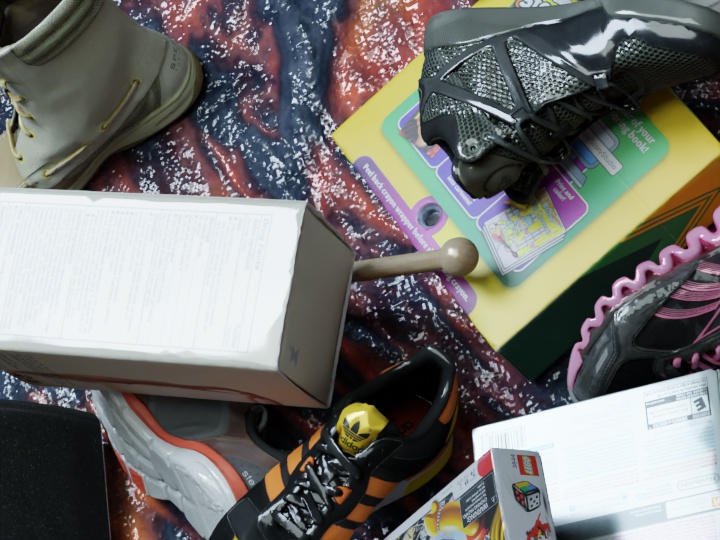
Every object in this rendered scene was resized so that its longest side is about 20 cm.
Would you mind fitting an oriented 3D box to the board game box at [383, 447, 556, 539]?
[{"bbox_3d":[0.044,0.194,1.213,0.200,0.035,0.127,-47,44,48],"label":"board game box"}]

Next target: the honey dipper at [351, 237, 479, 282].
[{"bbox_3d":[0.000,0.000,1.347,0.200,0.038,0.038,-10,62,49],"label":"honey dipper"}]

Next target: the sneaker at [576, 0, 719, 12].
[{"bbox_3d":[0.158,-0.166,1.299,0.199,0.081,0.077,10,48,2],"label":"sneaker"}]

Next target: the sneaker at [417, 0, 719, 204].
[{"bbox_3d":[0.116,-0.092,1.269,0.199,0.076,0.115,-2,68,32],"label":"sneaker"}]

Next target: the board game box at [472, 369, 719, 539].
[{"bbox_3d":[0.144,0.168,1.212,0.147,0.064,0.201,-16,60,25],"label":"board game box"}]

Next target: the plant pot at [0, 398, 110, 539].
[{"bbox_3d":[-0.281,0.182,1.370,0.200,0.177,0.200,-24,58,27],"label":"plant pot"}]

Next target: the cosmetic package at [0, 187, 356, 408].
[{"bbox_3d":[-0.114,0.016,1.313,0.199,0.087,0.104,5,73,23],"label":"cosmetic package"}]

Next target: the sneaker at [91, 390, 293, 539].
[{"bbox_3d":[-0.098,0.098,1.395,0.082,0.077,0.200,-28,42,-23],"label":"sneaker"}]

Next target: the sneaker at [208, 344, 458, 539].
[{"bbox_3d":[-0.017,0.113,1.261,0.070,0.090,0.200,36,54,20],"label":"sneaker"}]

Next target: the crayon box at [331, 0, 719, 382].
[{"bbox_3d":[0.103,-0.065,1.345,0.172,0.058,0.200,-41,54,7],"label":"crayon box"}]

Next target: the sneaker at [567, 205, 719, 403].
[{"bbox_3d":[0.203,0.024,1.244,0.200,0.079,0.095,-41,66,10],"label":"sneaker"}]

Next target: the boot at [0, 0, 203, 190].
[{"bbox_3d":[-0.221,-0.112,1.493,0.200,0.155,0.072,-34,56,13],"label":"boot"}]
